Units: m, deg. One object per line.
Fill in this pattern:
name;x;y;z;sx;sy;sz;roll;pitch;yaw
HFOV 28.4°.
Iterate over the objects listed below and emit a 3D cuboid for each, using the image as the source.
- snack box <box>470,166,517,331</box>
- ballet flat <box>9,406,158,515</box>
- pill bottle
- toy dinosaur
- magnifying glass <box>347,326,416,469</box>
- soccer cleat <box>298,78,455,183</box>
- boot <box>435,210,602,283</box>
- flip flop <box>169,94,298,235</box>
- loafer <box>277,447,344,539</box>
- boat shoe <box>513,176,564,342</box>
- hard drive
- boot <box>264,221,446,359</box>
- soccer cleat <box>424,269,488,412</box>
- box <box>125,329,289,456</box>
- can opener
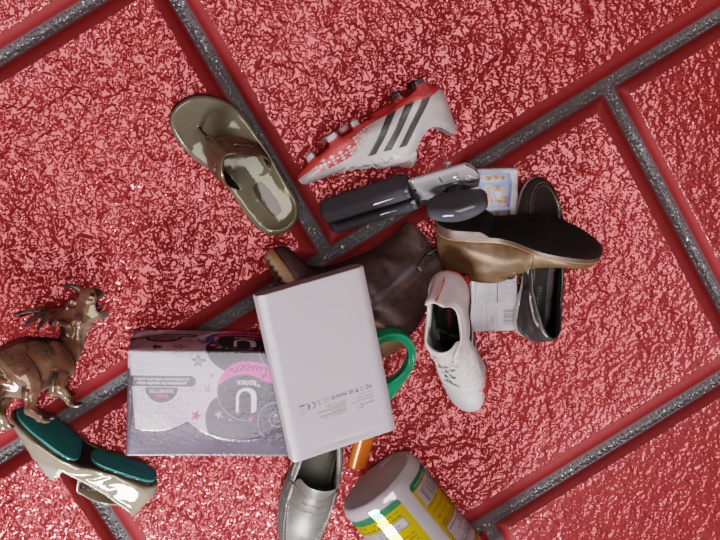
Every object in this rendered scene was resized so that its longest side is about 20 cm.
snack box;0.156;-0.026;1.742;0.071;0.024;0.202;-2;100;-7
ballet flat;-0.342;0.236;1.713;0.199;0.069;0.070;29;95;-11
pill bottle;0.080;0.332;1.750;0.113;0.113;0.200;-39;102;1
toy dinosaur;-0.383;0.104;1.647;0.199;0.085;0.137;-27;102;-45
magnifying glass;0.016;0.156;1.726;0.079;0.022;0.201;-2;120;-27
soccer cleat;0.020;-0.147;1.679;0.199;0.069;0.086;-33;97;-5
boot;0.187;-0.022;1.684;0.198;0.074;0.076;9;125;16
flip flop;-0.145;-0.124;1.674;0.081;0.058;0.201;-37;102;1
loafer;-0.061;0.265;1.744;0.069;0.070;0.202;9;98;-8
boat shoe;0.226;-0.012;1.726;0.066;0.057;0.202;-3;99;-30
hard drive;-0.040;0.106;1.636;0.131;0.026;0.202;-16;104;-18
boot;0.000;0.000;1.720;0.200;0.072;0.166;45;80;-10
soccer cleat;0.110;0.095;1.706;0.068;0.085;0.201;4;122;23
box;-0.176;0.144;1.687;0.198;0.115;0.133;1;100;-7
can opener;0.049;-0.081;1.674;0.198;0.053;0.067;-12;58;16
